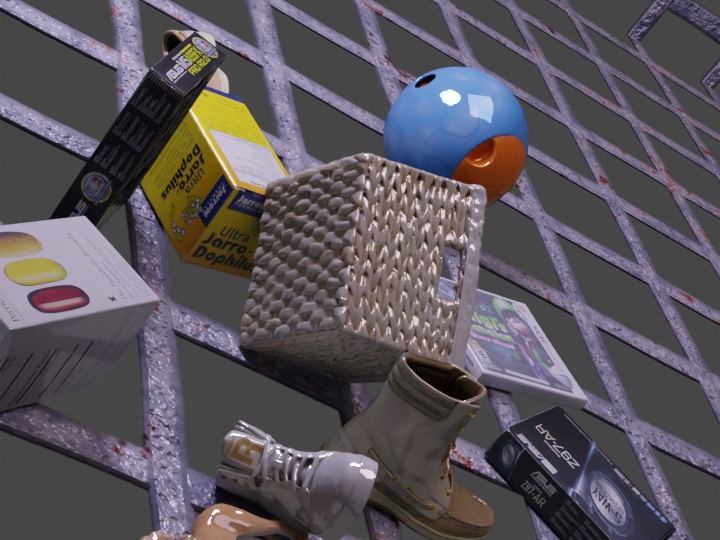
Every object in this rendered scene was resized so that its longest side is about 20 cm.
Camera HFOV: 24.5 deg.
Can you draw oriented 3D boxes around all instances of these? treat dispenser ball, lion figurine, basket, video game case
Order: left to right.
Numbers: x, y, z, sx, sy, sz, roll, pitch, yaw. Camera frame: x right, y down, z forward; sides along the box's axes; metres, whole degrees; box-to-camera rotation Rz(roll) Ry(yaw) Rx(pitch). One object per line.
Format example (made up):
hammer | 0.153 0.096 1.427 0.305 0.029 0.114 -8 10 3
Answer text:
lion figurine | -0.116 0.233 1.343 0.122 0.073 0.200 30 9 -1
basket | 0.000 0.000 1.680 0.160 0.199 0.200 18 73 -32
treat dispenser ball | 0.130 -0.177 2.266 0.200 0.201 0.201 32 24 -16
video game case | 0.177 0.088 2.079 0.199 0.023 0.182 17 31 -41

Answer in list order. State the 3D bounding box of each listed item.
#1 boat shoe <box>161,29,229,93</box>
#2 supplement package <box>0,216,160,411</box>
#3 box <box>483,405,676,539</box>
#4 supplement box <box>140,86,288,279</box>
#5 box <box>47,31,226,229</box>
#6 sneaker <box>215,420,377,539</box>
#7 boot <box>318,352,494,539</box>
boat shoe | -0.208 -0.231 2.044 0.066 0.074 0.200 12 31 -24
supplement package | -0.283 0.037 1.378 0.114 0.110 0.200 45 24 16
box | 0.248 0.249 1.864 0.200 0.044 0.160 47 24 18
supplement box | -0.162 -0.102 1.815 0.108 0.110 0.200 15 32 -43
box | -0.222 -0.134 1.666 0.044 0.200 0.160 36 24 -3
sneaker | -0.065 0.175 1.409 0.115 0.200 0.074 29 69 -13
boot | 0.080 0.174 1.608 0.199 0.155 0.072 29 25 -20
